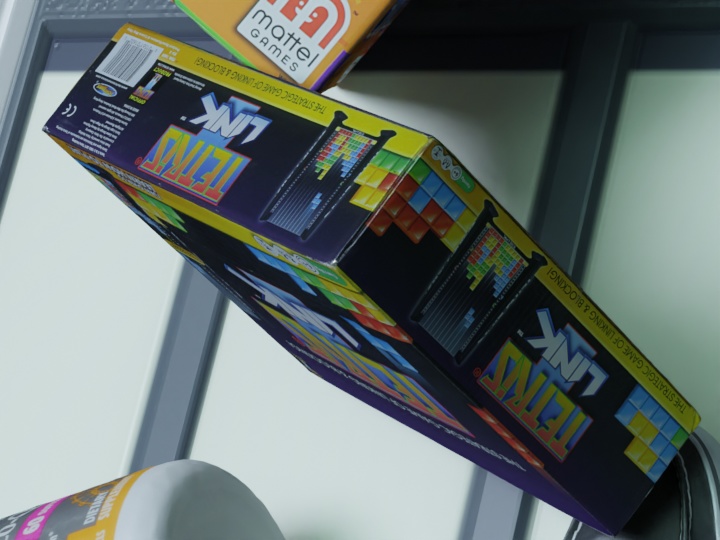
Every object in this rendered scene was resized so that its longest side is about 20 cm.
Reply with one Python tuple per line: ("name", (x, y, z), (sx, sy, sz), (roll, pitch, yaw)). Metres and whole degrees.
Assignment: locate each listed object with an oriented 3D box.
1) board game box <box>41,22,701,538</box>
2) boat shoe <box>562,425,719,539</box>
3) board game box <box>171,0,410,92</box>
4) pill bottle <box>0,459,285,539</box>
("board game box", (0.000, 0.000, 0.912), (0.057, 0.165, 0.200), (-52, 35, -10))
("boat shoe", (0.078, 0.140, 0.888), (0.070, 0.066, 0.201), (9, 75, 37))
("board game box", (-0.027, -0.204, 0.977), (0.200, 0.200, 0.200), (40, 96, -2))
("pill bottle", (-0.126, 0.152, 0.993), (0.199, 0.116, 0.117), (-21, 59, 25))
